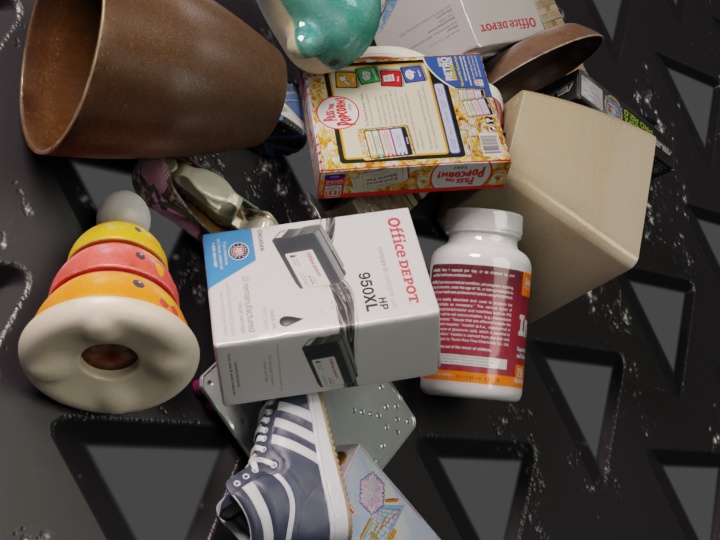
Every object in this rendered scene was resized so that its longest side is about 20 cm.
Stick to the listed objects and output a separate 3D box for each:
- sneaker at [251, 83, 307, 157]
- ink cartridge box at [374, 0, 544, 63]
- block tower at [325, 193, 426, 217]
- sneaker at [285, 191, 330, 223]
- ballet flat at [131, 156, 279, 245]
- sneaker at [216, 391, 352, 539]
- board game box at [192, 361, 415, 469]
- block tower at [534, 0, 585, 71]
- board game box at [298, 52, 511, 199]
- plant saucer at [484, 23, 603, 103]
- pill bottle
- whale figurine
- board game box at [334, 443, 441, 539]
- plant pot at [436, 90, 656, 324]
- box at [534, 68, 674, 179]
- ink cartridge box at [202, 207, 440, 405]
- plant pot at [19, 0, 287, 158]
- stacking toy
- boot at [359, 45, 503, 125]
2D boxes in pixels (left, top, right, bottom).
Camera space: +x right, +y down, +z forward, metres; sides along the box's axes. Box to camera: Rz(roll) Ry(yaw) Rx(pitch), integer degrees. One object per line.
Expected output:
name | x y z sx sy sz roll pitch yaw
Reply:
sneaker | -0.132 -0.191 1.187 0.200 0.075 0.078 36 44 -42
ink cartridge box | 0.097 -0.335 1.407 0.147 0.144 0.202 -18 87 -46
block tower | 0.039 -0.093 1.321 0.058 0.054 0.200 56 45 -10
sneaker | -0.002 0.002 1.230 0.200 0.060 0.105 37 19 -56
ballet flat | -0.126 -0.051 1.130 0.199 0.071 0.070 36 58 -29
sneaker | -0.083 0.159 1.055 0.107 0.070 0.201 -7 58 -19
board game box | -0.050 0.133 1.164 0.201 0.026 0.200 57 45 -12
block tower | 0.261 -0.282 1.602 0.054 0.058 0.202 -27 92 -47
board game box | 0.043 -0.153 1.229 0.198 0.046 0.153 -4 56 -10
plant saucer | 0.200 -0.245 1.435 0.199 0.200 0.035 -20 81 -46
pill bottle | 0.127 0.038 1.281 0.112 0.112 0.202 10 83 -41
whale figurine | -0.049 -0.282 1.158 0.200 0.103 0.161 39 40 -54
board game box | 0.001 0.305 1.111 0.200 0.041 0.201 53 47 -27
plant pot | 0.207 -0.091 1.396 0.176 0.200 0.201 32 53 -19
box | 0.278 -0.161 1.505 0.199 0.159 0.045 29 54 -34
ink cartridge box | -0.037 0.029 1.071 0.198 0.085 0.145 -8 45 -6
plant pot | -0.171 -0.176 1.037 0.198 0.186 0.189 9 67 -34
stacking toy | -0.210 0.006 1.009 0.145 0.146 0.201 27 40 -34
boot | 0.064 -0.169 1.304 0.198 0.073 0.145 16 43 -7
